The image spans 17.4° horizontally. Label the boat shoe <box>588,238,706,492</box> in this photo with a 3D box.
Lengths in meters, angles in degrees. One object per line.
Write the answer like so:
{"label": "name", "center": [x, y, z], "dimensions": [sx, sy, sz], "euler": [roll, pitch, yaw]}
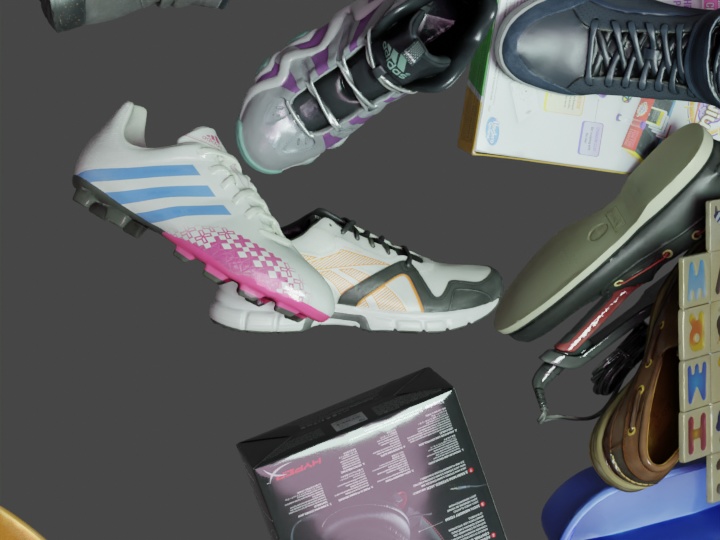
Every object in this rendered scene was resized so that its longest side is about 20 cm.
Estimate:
{"label": "boat shoe", "center": [0.226, 0.058, 1.576], "dimensions": [0.072, 0.068, 0.200], "euler": [33, 74, -11]}

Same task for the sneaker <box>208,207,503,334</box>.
{"label": "sneaker", "center": [0.000, 0.000, 1.566], "dimensions": [0.200, 0.074, 0.080], "euler": [0, 97, -13]}

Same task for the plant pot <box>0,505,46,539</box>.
{"label": "plant pot", "center": [-0.282, 0.267, 1.498], "dimensions": [0.200, 0.200, 0.183], "euler": [39, 105, -16]}

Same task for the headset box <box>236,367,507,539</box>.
{"label": "headset box", "center": [0.020, 0.189, 1.601], "dimensions": [0.148, 0.075, 0.200], "euler": [-22, 103, -8]}

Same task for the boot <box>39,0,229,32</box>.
{"label": "boot", "center": [-0.153, -0.257, 1.498], "dimensions": [0.131, 0.070, 0.200], "euler": [-13, 113, -13]}

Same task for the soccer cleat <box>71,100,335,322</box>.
{"label": "soccer cleat", "center": [-0.092, -0.041, 1.507], "dimensions": [0.200, 0.070, 0.086], "euler": [29, 88, 14]}

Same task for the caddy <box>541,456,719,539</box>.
{"label": "caddy", "center": [0.220, 0.199, 1.631], "dimensions": [0.200, 0.105, 0.142], "euler": [-14, 103, -10]}

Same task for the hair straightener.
{"label": "hair straightener", "center": [0.198, 0.040, 1.631], "dimensions": [0.200, 0.041, 0.077], "euler": [-46, 106, -8]}

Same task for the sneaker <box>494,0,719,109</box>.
{"label": "sneaker", "center": [0.198, -0.140, 1.508], "dimensions": [0.202, 0.146, 0.077], "euler": [0, 101, -11]}

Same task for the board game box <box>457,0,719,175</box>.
{"label": "board game box", "center": [0.177, -0.142, 1.598], "dimensions": [0.200, 0.040, 0.153], "euler": [8, 98, -14]}

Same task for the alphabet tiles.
{"label": "alphabet tiles", "center": [0.257, 0.048, 1.559], "dimensions": [0.166, 0.006, 0.200], "euler": [-10, 102, -50]}

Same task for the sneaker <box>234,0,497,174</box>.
{"label": "sneaker", "center": [0.008, -0.132, 1.509], "dimensions": [0.200, 0.140, 0.078], "euler": [-43, 106, -3]}

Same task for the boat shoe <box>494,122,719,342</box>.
{"label": "boat shoe", "center": [0.176, -0.013, 1.585], "dimensions": [0.201, 0.074, 0.063], "euler": [-41, 115, 18]}
